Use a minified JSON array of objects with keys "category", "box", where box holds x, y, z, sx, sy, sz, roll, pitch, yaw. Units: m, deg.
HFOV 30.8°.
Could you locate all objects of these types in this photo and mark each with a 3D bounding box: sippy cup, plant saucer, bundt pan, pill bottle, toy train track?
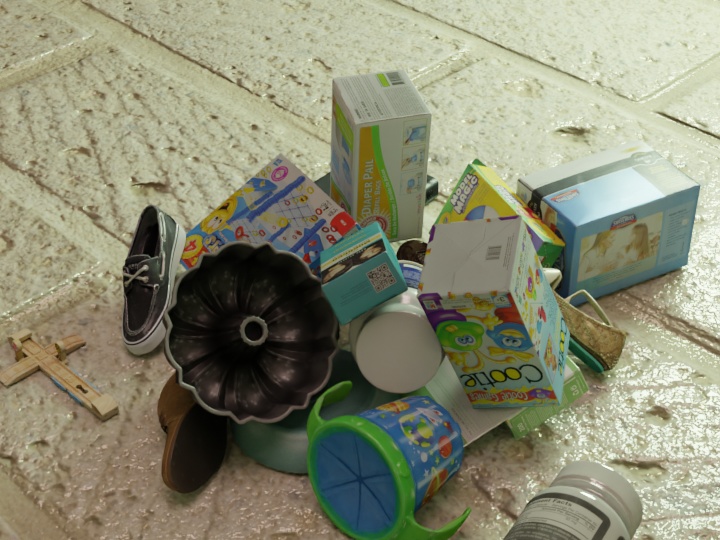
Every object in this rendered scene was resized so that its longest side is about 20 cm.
[{"category":"sippy cup","box":[0.035,0.196,1.366,0.139,0.178,0.130,-15,7,46]},{"category":"plant saucer","box":[-0.053,0.147,1.494,0.199,0.036,0.200,-3,37,3]},{"category":"bundt pan","box":[-0.129,0.072,1.440,0.201,0.202,0.076,-23,-1,-26]},{"category":"pill bottle","box":[0.190,0.280,1.251,0.113,0.113,0.200,20,41,26]},{"category":"pill bottle","box":[0.045,0.064,1.493,0.115,0.116,0.200,0,13,2]},{"category":"toy train track","box":[-0.358,0.115,1.559,0.115,0.033,0.200,-31,47,-34]}]

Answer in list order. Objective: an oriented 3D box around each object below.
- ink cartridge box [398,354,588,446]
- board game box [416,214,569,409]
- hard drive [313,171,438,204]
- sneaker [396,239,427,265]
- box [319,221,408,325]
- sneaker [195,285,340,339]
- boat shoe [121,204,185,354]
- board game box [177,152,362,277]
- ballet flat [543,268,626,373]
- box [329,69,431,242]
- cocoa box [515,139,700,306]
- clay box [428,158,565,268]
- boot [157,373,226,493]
[{"category":"ink cartridge box","box":[0.139,0.138,1.503,0.200,0.048,0.146,-34,42,-4]},{"category":"board game box","box":[0.146,0.049,1.402,0.103,0.200,0.105,-5,47,24]},{"category":"hard drive","box":[-0.006,-0.097,1.831,0.139,0.033,0.200,27,45,32]},{"category":"sneaker","box":[0.103,0.004,1.656,0.070,0.076,0.200,-15,39,-17]},{"category":"box","box":[0.000,0.000,1.462,0.082,0.049,0.200,-29,11,3]},{"category":"sneaker","box":[-0.118,0.045,1.532,0.199,0.087,0.078,-4,9,-31]},{"category":"boat shoe","box":[-0.267,0.007,1.630,0.072,0.068,0.201,-8,53,25]},{"category":"board game box","box":[-0.115,-0.027,1.655,0.196,0.056,0.200,-41,46,-6]},{"category":"ballet flat","box":[0.234,0.039,1.565,0.200,0.071,0.065,40,79,6]},{"category":"box","box":[0.023,-0.143,1.698,0.101,0.200,0.113,-10,42,-14]},{"category":"cocoa box","box":[0.316,-0.062,1.689,0.199,0.134,0.131,-18,40,-22]},{"category":"clay box","box":[0.163,-0.048,1.671,0.047,0.115,0.200,6,33,-41]},{"category":"boot","box":[-0.194,0.175,1.463,0.075,0.074,0.200,-18,33,23]}]
